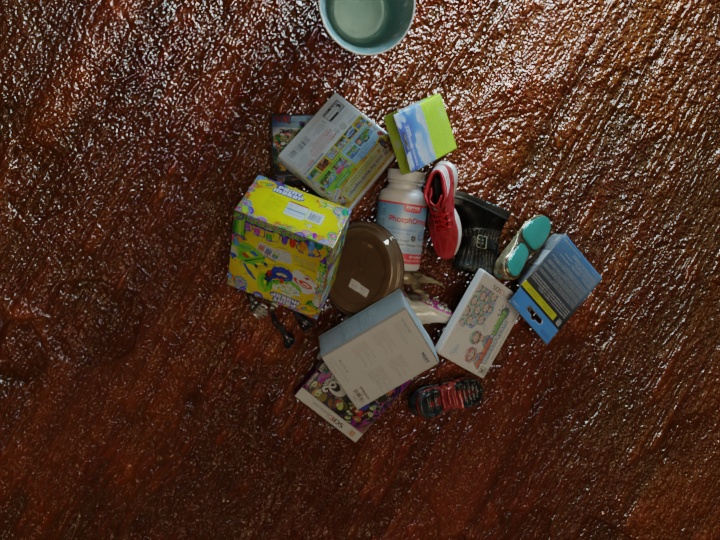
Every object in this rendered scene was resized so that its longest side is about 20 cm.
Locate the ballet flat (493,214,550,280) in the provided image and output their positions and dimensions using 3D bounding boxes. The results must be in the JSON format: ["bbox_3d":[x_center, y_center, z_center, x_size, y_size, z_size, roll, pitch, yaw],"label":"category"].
[{"bbox_3d":[0.351,-0.052,1.683,0.200,0.065,0.071,-44,106,-33],"label":"ballet flat"}]

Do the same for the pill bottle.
[{"bbox_3d":[0.085,-0.107,1.604,0.106,0.109,0.206,6,96,-12],"label":"pill bottle"}]

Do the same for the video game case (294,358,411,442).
[{"bbox_3d":[-0.015,0.245,1.640,0.180,0.036,0.201,39,104,-14],"label":"video game case"}]

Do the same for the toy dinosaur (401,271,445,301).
[{"bbox_3d":[0.116,0.018,1.624,0.195,0.101,0.060,8,109,-20],"label":"toy dinosaur"}]

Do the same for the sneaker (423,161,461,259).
[{"bbox_3d":[0.156,-0.112,1.554,0.076,0.115,0.206,-1,105,24],"label":"sneaker"}]

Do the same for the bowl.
[{"bbox_3d":[0.003,-0.531,1.534,0.195,0.105,0.207,-2,98,-12],"label":"bowl"}]

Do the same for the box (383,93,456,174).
[{"bbox_3d":[0.120,-0.279,1.562,0.199,0.047,0.125,-34,108,-49],"label":"box"}]

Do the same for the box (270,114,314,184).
[{"bbox_3d":[-0.084,-0.247,1.556,0.194,0.038,0.140,-1,69,-12],"label":"box"}]

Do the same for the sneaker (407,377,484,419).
[{"bbox_3d":[0.186,0.282,1.698,0.196,0.097,0.073,-9,87,-34],"label":"sneaker"}]

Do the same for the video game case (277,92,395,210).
[{"bbox_3d":[-0.039,-0.236,1.528,0.181,0.023,0.201,37,66,4],"label":"video game case"}]

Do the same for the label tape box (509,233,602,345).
[{"bbox_3d":[0.426,0.040,1.713,0.144,0.063,0.200,45,83,-14],"label":"label tape box"}]

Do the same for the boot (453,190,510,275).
[{"bbox_3d":[0.221,-0.083,1.651,0.206,0.079,0.162,20,93,-14],"label":"boot"}]

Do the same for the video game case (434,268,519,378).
[{"bbox_3d":[0.266,0.121,1.677,0.180,0.024,0.203,30,91,-41],"label":"video game case"}]

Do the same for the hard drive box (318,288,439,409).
[{"bbox_3d":[0.037,0.161,1.542,0.197,0.077,0.158,-29,117,8],"label":"hard drive box"}]

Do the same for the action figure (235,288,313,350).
[{"bbox_3d":[-0.177,0.056,1.574,0.118,0.102,0.202,-39,105,-12],"label":"action figure"}]

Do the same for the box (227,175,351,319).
[{"bbox_3d":[-0.140,-0.043,1.471,0.195,0.123,0.195,21,133,4],"label":"box"}]

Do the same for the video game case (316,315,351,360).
[{"bbox_3d":[0.016,0.150,1.637,0.142,0.018,0.202,34,108,-11],"label":"video game case"}]

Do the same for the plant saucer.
[{"bbox_3d":[0.000,0.000,1.577,0.195,0.029,0.207,0,90,31],"label":"plant saucer"}]

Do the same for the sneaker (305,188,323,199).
[{"bbox_3d":[-0.070,-0.121,1.593,0.078,0.132,0.199,30,49,20],"label":"sneaker"}]

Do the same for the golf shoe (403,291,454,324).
[{"bbox_3d":[0.110,0.091,1.662,0.195,0.075,0.094,18,104,-7],"label":"golf shoe"}]
